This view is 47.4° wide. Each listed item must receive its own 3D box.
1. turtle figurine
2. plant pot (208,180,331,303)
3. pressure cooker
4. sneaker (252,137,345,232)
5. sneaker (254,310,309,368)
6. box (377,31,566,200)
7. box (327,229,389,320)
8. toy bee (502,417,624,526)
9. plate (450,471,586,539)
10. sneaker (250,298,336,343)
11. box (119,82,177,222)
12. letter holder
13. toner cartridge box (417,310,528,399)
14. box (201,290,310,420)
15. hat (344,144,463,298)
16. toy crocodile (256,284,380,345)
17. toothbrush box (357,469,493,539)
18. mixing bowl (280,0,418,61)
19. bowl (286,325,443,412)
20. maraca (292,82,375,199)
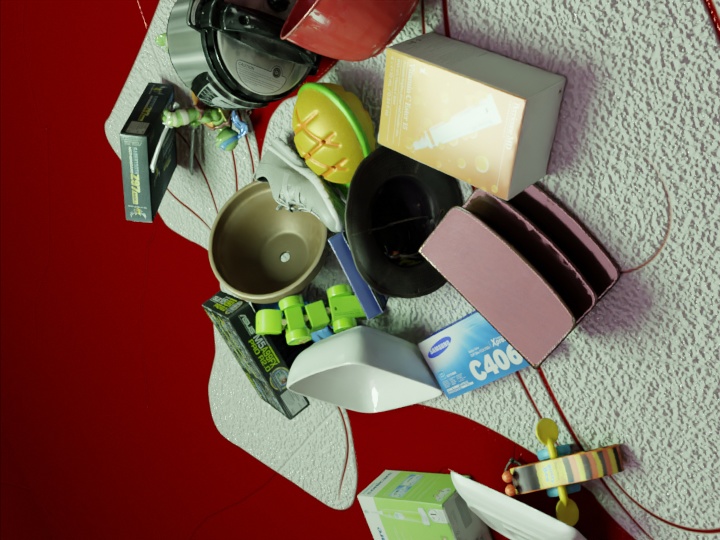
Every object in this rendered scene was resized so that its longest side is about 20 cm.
[{"bbox_3d":[-0.286,-0.265,1.309,0.197,0.143,0.198,-20,90,37],"label":"turtle figurine"},{"bbox_3d":[-0.132,-0.036,1.293,0.199,0.202,0.093,33,171,26],"label":"plant pot"},{"bbox_3d":[-0.156,-0.316,1.111,0.198,0.175,0.182,15,136,52],"label":"pressure cooker"},{"bbox_3d":[-0.088,-0.112,1.230,0.082,0.075,0.200,-47,55,5],"label":"sneaker"},{"bbox_3d":[-0.111,0.123,1.393,0.146,0.076,0.206,39,145,37],"label":"sneaker"},{"bbox_3d":[0.128,-0.189,0.982,0.198,0.097,0.127,28,129,30],"label":"box"},{"bbox_3d":[0.000,0.000,1.159,0.032,0.200,0.123,-27,92,6],"label":"box"},{"bbox_3d":[0.248,0.282,1.101,0.201,0.107,0.132,-52,55,34],"label":"toy bee"},{"bbox_3d":[0.233,0.361,1.149,0.197,0.033,0.200,18,159,38],"label":"plate"},{"bbox_3d":[-0.080,0.071,1.314,0.197,0.067,0.079,30,143,-6],"label":"sneaker"},{"bbox_3d":[-0.354,-0.202,1.385,0.050,0.202,0.161,6,125,-2],"label":"box"},{"bbox_3d":[0.195,-0.013,0.985,0.200,0.100,0.143,45,116,13],"label":"letter holder"},{"bbox_3d":[0.172,0.104,1.140,0.199,0.043,0.096,-36,83,48],"label":"toner cartridge box"},{"bbox_3d":[-0.173,0.135,1.342,0.203,0.044,0.159,61,161,-17],"label":"box"},{"bbox_3d":[0.048,-0.067,1.090,0.081,0.197,0.205,12,123,65],"label":"hat"},{"bbox_3d":[-0.064,0.070,1.251,0.062,0.195,0.069,123,133,-67],"label":"toy crocodile"},{"bbox_3d":[0.108,0.417,1.343,0.198,0.085,0.149,-12,103,46],"label":"toothbrush box"},{"bbox_3d":[0.003,-0.329,0.985,0.107,0.203,0.199,34,142,-19],"label":"mixing bowl"},{"bbox_3d":[0.005,0.149,1.246,0.198,0.197,0.076,-25,54,45],"label":"bowl"},{"bbox_3d":[-0.029,-0.172,1.146,0.136,0.106,0.203,26,148,47],"label":"maraca"}]
